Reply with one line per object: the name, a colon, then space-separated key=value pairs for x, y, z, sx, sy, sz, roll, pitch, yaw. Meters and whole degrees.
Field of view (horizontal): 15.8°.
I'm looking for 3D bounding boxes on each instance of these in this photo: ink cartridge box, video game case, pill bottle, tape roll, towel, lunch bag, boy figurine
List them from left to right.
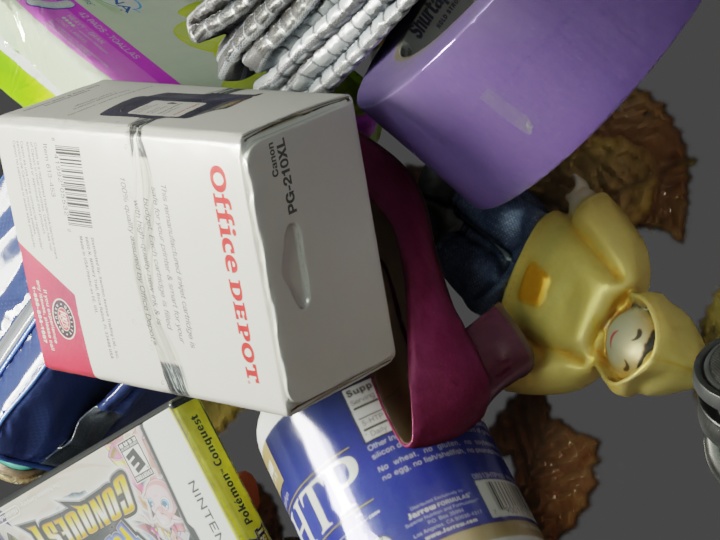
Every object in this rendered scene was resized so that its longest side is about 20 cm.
lunch bag: x=-0.155 y=0.020 z=1.531 sx=0.132 sy=0.136 sz=0.200 roll=47 pitch=108 yaw=32
video game case: x=-0.119 y=0.185 z=1.483 sx=0.200 sy=0.025 sz=0.181 roll=-31 pitch=86 yaw=42
ink cartridge box: x=-0.086 y=-0.017 z=1.338 sx=0.200 sy=0.084 sz=0.145 roll=7 pitch=114 yaw=45
towel: x=0.005 y=-0.187 z=1.410 sx=0.086 sy=0.166 sz=0.200 roll=41 pitch=131 yaw=-6
pill bottle: x=0.012 y=0.102 z=1.405 sx=0.120 sy=0.120 sz=0.200 roll=-40 pitch=61 yaw=24
tape roll: x=0.093 y=-0.134 z=1.335 sx=0.085 sy=0.200 sz=0.200 roll=39 pitch=112 yaw=-12
boy figurine: x=0.104 y=0.015 z=1.389 sx=0.200 sy=0.064 sz=0.125 roll=39 pitch=103 yaw=37

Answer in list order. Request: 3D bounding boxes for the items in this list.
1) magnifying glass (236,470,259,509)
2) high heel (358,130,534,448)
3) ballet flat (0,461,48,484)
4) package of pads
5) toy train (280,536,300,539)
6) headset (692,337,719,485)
magnifying glass: x=-0.143 y=0.160 z=1.570 sx=0.200 sy=0.022 sz=0.080 roll=-21 pitch=70 yaw=31
high heel: x=0.000 y=0.000 z=1.352 sx=0.200 sy=0.096 sz=0.067 roll=46 pitch=138 yaw=14
ballet flat: x=-0.254 y=0.076 z=1.649 sx=0.200 sy=0.070 sz=0.065 roll=53 pitch=138 yaw=33
package of pads: x=-0.099 y=-0.107 z=1.501 sx=0.200 sy=0.154 sz=0.068 roll=39 pitch=133 yaw=33
toy train: x=-0.025 y=0.243 z=1.464 sx=0.046 sy=0.034 sz=0.201 roll=-16 pitch=73 yaw=45
headset: x=0.213 y=0.070 z=1.276 sx=0.094 sy=0.124 sz=0.201 roll=1 pitch=63 yaw=12
